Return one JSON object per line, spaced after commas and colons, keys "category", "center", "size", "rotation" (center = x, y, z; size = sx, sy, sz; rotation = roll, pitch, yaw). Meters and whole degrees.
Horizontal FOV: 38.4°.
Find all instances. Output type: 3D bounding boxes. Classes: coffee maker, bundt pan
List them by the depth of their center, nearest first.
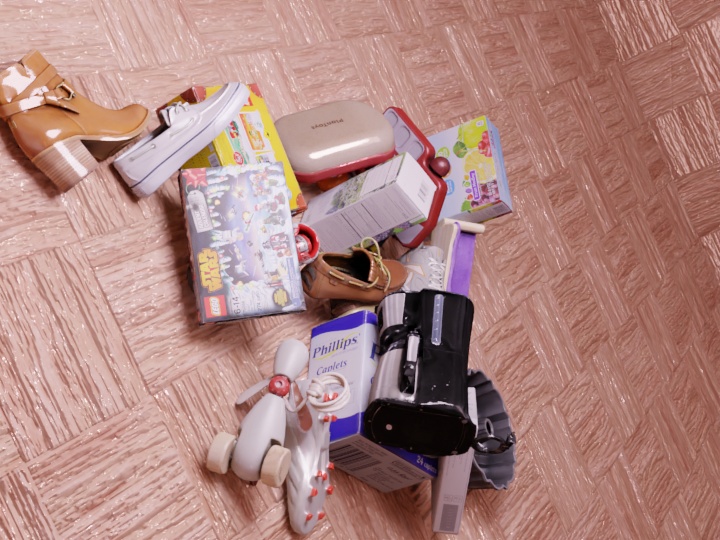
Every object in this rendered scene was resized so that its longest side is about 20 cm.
{"category": "coffee maker", "center": [0.104, 0.140, 1.396], "size": [0.191, 0.135, 0.201], "rotation": [25, 47, -17]}
{"category": "bundt pan", "center": [0.177, 0.265, 1.683], "size": [0.202, 0.076, 0.203], "rotation": [42, 38, -45]}

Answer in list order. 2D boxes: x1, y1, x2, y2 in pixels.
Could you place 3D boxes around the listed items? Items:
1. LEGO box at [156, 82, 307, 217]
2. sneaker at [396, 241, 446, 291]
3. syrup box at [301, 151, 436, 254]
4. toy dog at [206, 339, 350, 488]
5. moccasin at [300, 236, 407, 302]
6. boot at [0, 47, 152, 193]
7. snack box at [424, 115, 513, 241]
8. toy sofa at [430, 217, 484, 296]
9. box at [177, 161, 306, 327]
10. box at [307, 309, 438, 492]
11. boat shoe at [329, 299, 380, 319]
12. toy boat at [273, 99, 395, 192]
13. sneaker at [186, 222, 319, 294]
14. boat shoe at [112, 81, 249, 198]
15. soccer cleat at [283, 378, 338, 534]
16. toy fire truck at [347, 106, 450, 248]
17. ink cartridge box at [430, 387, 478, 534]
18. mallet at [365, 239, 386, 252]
{"category": "LEGO box", "center": [-0.177, -0.155, 1.446], "size": [0.149, 0.077, 0.201], "rotation": [-18, 85, -57]}
{"category": "sneaker", "center": [0.103, 0.008, 1.622], "size": [0.076, 0.092, 0.200], "rotation": [35, 8, -27]}
{"category": "syrup box", "center": [0.008, -0.092, 1.557], "size": [0.081, 0.200, 0.079], "rotation": [47, 38, -24]}
{"category": "toy dog", "center": [-0.111, 0.194, 1.305], "size": [0.132, 0.096, 0.200], "rotation": [35, 62, 19]}
{"category": "moccasin", "center": [-0.001, -0.001, 1.509], "size": [0.201, 0.078, 0.074], "rotation": [6, 43, -43]}
{"category": "boot", "center": [-0.345, -0.201, 1.243], "size": [0.155, 0.074, 0.200], "rotation": [53, 33, -13]}
{"category": "snack box", "center": [0.151, -0.153, 1.795], "size": [0.068, 0.199, 0.169], "rotation": [32, 45, -53]}
{"category": "toy sofa", "center": [0.152, 0.018, 1.709], "size": [0.082, 0.097, 0.201], "rotation": [9, 88, -27]}
{"category": "box", "center": [-0.153, -0.036, 1.332], "size": [0.136, 0.040, 0.201], "rotation": [-8, 82, -18]}
{"category": "box", "center": [0.020, 0.189, 1.492], "size": [0.184, 0.105, 0.201], "rotation": [36, 43, -39]}
{"category": "boat shoe", "center": [0.018, 0.048, 1.604], "size": [0.200, 0.072, 0.068], "rotation": [-4, 66, -60]}
{"category": "toy boat", "center": [-0.043, -0.176, 1.606], "size": [0.199, 0.131, 0.131], "rotation": [-17, 48, -19]}
{"category": "sneaker", "center": [-0.137, -0.018, 1.391], "size": [0.201, 0.108, 0.068], "rotation": [-19, 86, -57]}
{"category": "boat shoe", "center": [-0.228, -0.181, 1.315], "size": [0.200, 0.073, 0.067], "rotation": [-48, 113, -14]}
{"category": "soccer cleat", "center": [-0.077, 0.244, 1.364], "size": [0.069, 0.077, 0.201], "rotation": [22, 72, -64]}
{"category": "toy fire truck", "center": [0.061, -0.145, 1.670], "size": [0.112, 0.168, 0.200], "rotation": [4, 42, -53]}
{"category": "ink cartridge box", "center": [0.134, 0.253, 1.523], "size": [0.176, 0.044, 0.201], "rotation": [-86, -178, -60]}
{"category": "mallet", "center": [0.009, -0.029, 1.680], "size": [0.041, 0.066, 0.200], "rotation": [62, 18, -9]}
